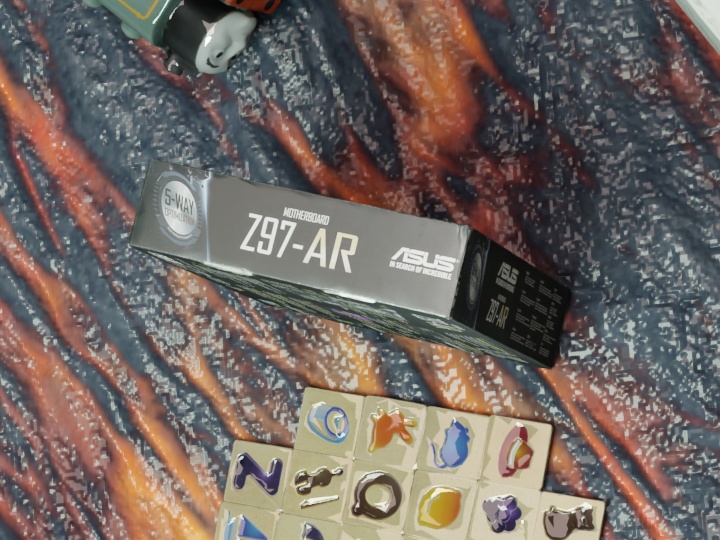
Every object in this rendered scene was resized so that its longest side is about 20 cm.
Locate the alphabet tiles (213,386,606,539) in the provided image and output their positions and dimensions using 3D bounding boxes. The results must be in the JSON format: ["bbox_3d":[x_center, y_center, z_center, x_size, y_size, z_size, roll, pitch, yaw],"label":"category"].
[{"bbox_3d":[0.019,0.149,1.376,0.200,0.006,0.167,8,83,19],"label":"alphabet tiles"}]

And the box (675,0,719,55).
[{"bbox_3d":[0.205,-0.194,1.276,0.171,0.199,0.200,-39,73,7],"label":"box"}]

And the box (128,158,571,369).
[{"bbox_3d":[0.000,0.000,1.305,0.160,0.200,0.044,12,85,20],"label":"box"}]

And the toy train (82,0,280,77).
[{"bbox_3d":[-0.118,-0.190,1.444,0.200,0.085,0.114,39,105,18],"label":"toy train"}]
